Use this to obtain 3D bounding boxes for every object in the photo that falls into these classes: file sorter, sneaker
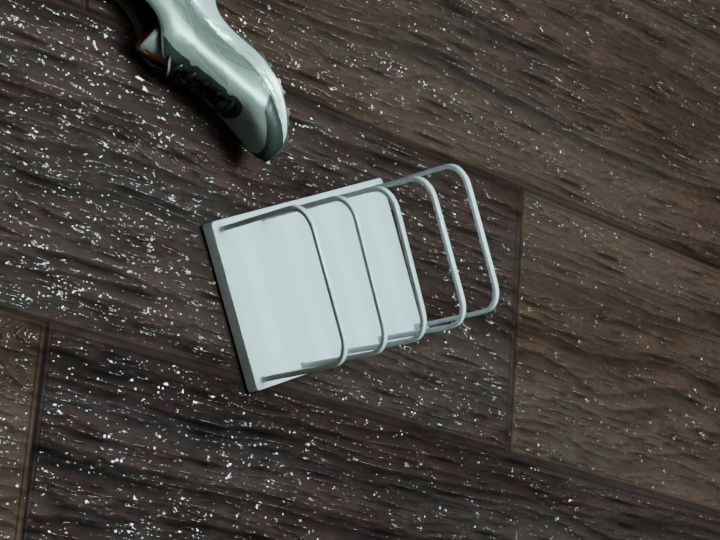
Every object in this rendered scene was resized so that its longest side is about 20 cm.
[{"bbox_3d":[0.000,0.000,1.587,0.199,0.124,0.140,-17,92,-44],"label":"file sorter"},{"bbox_3d":[-0.130,-0.167,1.548,0.079,0.074,0.201,-42,103,-30],"label":"sneaker"}]
